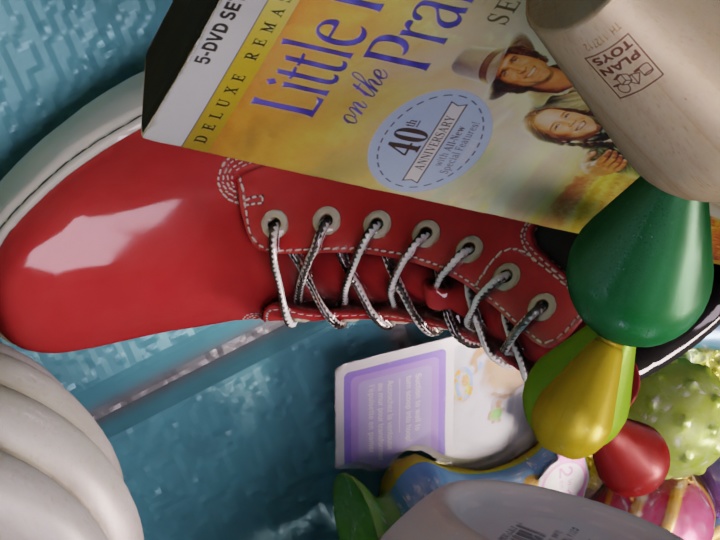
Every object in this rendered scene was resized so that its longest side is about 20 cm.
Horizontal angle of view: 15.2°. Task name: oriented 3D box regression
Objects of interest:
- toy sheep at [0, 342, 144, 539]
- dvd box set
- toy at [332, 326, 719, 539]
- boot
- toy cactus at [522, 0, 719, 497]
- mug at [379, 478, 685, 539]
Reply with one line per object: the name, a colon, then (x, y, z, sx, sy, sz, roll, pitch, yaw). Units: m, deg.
toy sheep: (-0.119, 0.079, 0.700, 0.137, 0.200, 0.138, 0, 126, 0)
dvd box set: (0.064, -0.058, 0.626, 0.199, 0.029, 0.146, 12, 146, -18)
toy: (0.090, 0.066, 0.868, 0.199, 0.047, 0.115, -11, 121, -17)
boot: (0.000, 0.000, 0.734, 0.200, 0.144, 0.073, -21, 134, -7)
toy cactus: (0.096, -0.010, 0.601, 0.200, 0.102, 0.165, -19, 134, 41)
mug: (0.028, 0.159, 0.768, 0.200, 0.147, 0.176, -4, 112, -61)
